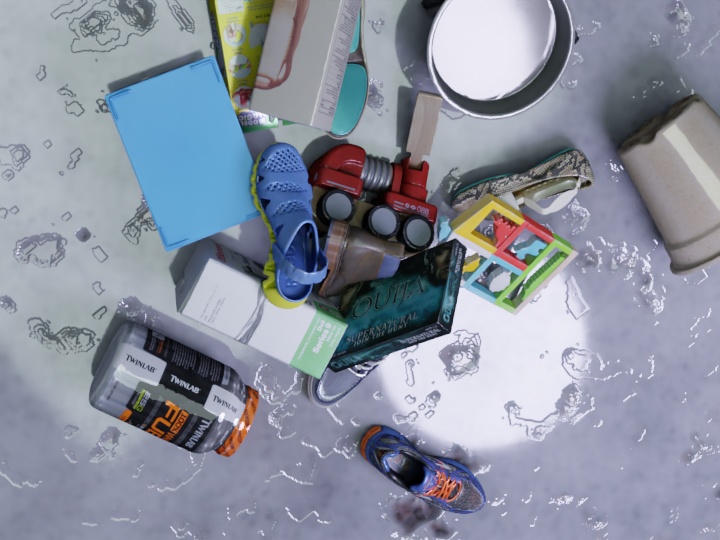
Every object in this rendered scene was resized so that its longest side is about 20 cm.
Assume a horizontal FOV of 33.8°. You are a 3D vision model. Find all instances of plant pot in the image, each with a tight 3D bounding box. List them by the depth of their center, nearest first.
[{"bbox_3d":[0.450,-0.126,1.597,0.200,0.200,0.184,-39,95,-1],"label":"plant pot"}]

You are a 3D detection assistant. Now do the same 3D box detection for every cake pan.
[{"bbox_3d":[0.176,-0.293,1.517,0.199,0.037,0.201,-7,119,-12],"label":"cake pan"}]

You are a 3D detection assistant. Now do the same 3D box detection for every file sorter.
[{"bbox_3d":[-0.216,-0.150,1.476,0.138,0.123,0.201,-21,105,-6],"label":"file sorter"}]

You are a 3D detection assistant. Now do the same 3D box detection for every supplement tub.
[{"bbox_3d":[-0.240,0.159,1.537,0.199,0.123,0.123,27,96,-15],"label":"supplement tub"}]

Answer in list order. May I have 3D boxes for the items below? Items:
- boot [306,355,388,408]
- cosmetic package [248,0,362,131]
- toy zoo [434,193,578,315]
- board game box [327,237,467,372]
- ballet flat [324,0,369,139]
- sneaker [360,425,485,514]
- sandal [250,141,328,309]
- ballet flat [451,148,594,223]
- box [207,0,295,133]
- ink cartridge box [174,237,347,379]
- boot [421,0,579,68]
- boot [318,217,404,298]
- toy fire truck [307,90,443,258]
[{"bbox_3d":[0.000,0.108,1.592,0.073,0.090,0.201,34,93,-16],"label":"boot"},{"bbox_3d":[-0.062,-0.278,1.434,0.087,0.103,0.201,14,94,9],"label":"cosmetic package"},{"bbox_3d":[0.180,-0.024,1.587,0.199,0.021,0.131,28,117,-32],"label":"toy zoo"},{"bbox_3d":[0.043,0.046,1.515,0.199,0.136,0.028,-23,130,39],"label":"board game box"},{"bbox_3d":[-0.023,-0.269,1.517,0.069,0.069,0.202,4,94,-12],"label":"ballet flat"},{"bbox_3d":[0.090,0.292,1.656,0.199,0.078,0.076,27,96,-15],"label":"sneaker"},{"bbox_3d":[-0.078,-0.056,1.420,0.079,0.087,0.201,-10,91,-29],"label":"sandal"},{"bbox_3d":[0.225,-0.103,1.597,0.199,0.076,0.068,-20,150,-8],"label":"ballet flat"},{"bbox_3d":[-0.123,-0.281,1.502,0.117,0.048,0.201,-11,102,-16],"label":"box"},{"bbox_3d":[-0.131,0.046,1.522,0.199,0.146,0.084,27,96,-16],"label":"ink cartridge box"},{"bbox_3d":[0.187,-0.324,1.554,0.199,0.070,0.132,-14,113,-1],"label":"boot"},{"bbox_3d":[0.000,0.000,1.513,0.096,0.200,0.075,13,72,2],"label":"boot"},{"bbox_3d":[0.027,-0.132,1.545,0.175,0.129,0.201,17,74,-19],"label":"toy fire truck"}]
